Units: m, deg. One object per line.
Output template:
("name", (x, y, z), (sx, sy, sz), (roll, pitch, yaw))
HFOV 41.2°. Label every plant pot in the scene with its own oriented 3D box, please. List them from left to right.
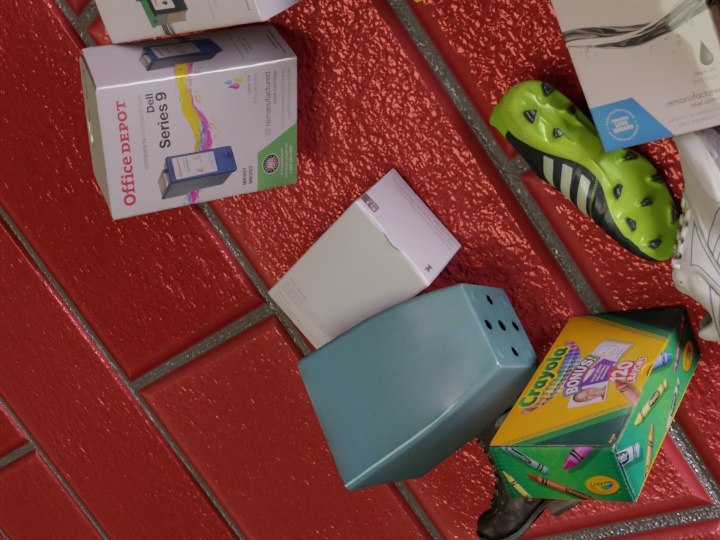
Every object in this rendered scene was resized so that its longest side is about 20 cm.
("plant pot", (0.068, 0.104, 0.965), (0.199, 0.140, 0.143), (-38, 65, 28))

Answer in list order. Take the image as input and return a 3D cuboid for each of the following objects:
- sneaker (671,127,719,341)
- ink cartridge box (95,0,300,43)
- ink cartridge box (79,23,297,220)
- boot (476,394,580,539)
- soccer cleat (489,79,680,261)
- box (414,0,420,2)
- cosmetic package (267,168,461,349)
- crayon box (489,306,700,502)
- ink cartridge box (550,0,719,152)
("sneaker", (0.285, -0.022, 0.771), (0.086, 0.075, 0.203), (-15, 108, 30))
("ink cartridge box", (-0.132, -0.279, 0.875), (0.197, 0.146, 0.086), (3, 122, 37))
("ink cartridge box", (-0.165, -0.148, 0.944), (0.088, 0.196, 0.148), (-124, 29, -46))
("boot", (0.151, 0.195, 1.050), (0.175, 0.069, 0.200), (50, 132, 5))
("soccer cleat", (0.194, -0.084, 0.822), (0.200, 0.068, 0.081), (43, 168, -8))
("box", (0.107, -0.281, 0.732), (0.198, 0.077, 0.050), (-12, 149, 44))
("cosmetic package", (0.000, 0.000, 1.013), (0.113, 0.081, 0.200), (49, 135, -2))
("crayon box", (0.210, 0.113, 0.841), (0.117, 0.200, 0.059), (-9, 115, 40))
("ink cartridge box", (0.210, -0.204, 0.717), (0.115, 0.068, 0.203), (-11, 112, 41))
